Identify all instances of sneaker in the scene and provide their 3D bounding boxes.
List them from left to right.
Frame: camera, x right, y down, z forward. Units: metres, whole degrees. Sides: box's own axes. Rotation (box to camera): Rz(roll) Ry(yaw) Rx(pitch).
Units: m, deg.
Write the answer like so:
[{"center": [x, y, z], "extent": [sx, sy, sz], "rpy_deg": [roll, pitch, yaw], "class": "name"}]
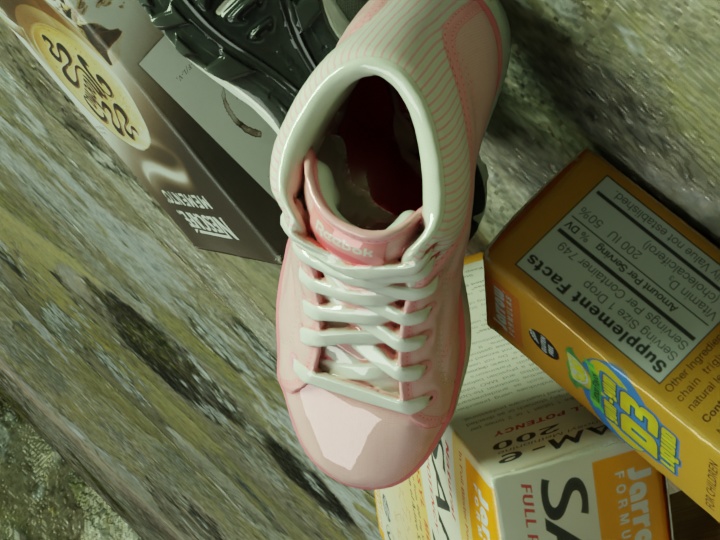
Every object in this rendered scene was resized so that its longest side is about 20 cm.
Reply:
[{"center": [-0.023, -0.091, 0.974], "extent": [0.201, 0.074, 0.079], "rpy_deg": [55, -166, -6], "class": "sneaker"}, {"center": [0.000, 0.000, 0.894], "extent": [0.075, 0.105, 0.201], "rpy_deg": [16, 115, 11], "class": "sneaker"}]

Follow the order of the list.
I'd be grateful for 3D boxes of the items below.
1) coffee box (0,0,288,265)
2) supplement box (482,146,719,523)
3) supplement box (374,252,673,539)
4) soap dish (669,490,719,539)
[{"center": [-0.087, -0.104, 1.093], "extent": [0.200, 0.080, 0.113], "rpy_deg": [50, 164, -18], "class": "coffee box"}, {"center": [0.134, 0.046, 0.913], "extent": [0.200, 0.069, 0.067], "rpy_deg": [42, 163, 23], "class": "supplement box"}, {"center": [0.059, 0.089, 1.050], "extent": [0.200, 0.073, 0.127], "rpy_deg": [-131, 29, -64], "class": "supplement box"}, {"center": [0.186, 0.153, 1.031], "extent": [0.157, 0.081, 0.200], "rpy_deg": [46, 165, 0], "class": "soap dish"}]
